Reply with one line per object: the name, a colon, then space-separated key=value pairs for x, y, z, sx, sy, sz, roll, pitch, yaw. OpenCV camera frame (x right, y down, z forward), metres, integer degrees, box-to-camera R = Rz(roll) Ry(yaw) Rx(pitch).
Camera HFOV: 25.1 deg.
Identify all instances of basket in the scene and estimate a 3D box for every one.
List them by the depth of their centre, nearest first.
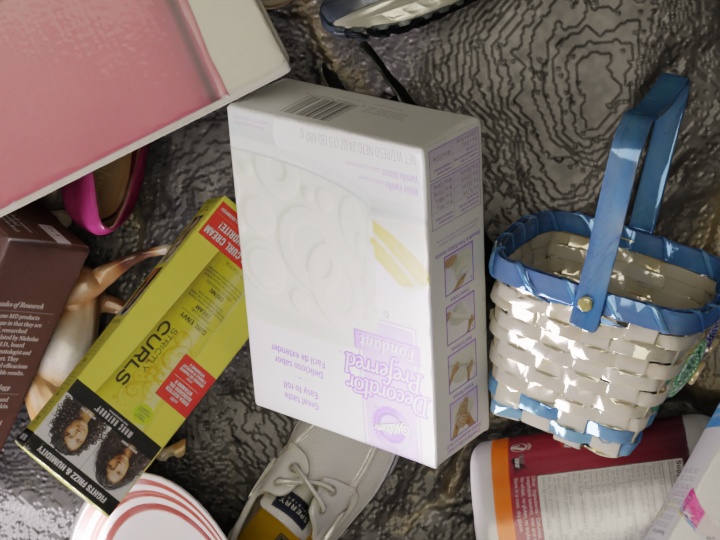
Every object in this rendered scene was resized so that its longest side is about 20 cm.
basket: x=0.153 y=-0.008 z=0.954 sx=0.138 sy=0.176 sz=0.202 roll=13 pitch=111 yaw=18

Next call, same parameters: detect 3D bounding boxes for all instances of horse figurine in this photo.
horse figurine: x=-0.176 y=0.057 z=1.068 sx=0.131 sy=0.050 sz=0.202 roll=1 pitch=91 yaw=1

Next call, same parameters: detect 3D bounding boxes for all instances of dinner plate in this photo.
dinner plate: x=-0.124 y=0.227 z=1.044 sx=0.199 sy=0.024 sz=0.202 roll=10 pitch=105 yaw=41

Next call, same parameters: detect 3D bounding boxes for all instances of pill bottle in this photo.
pill bottle: x=0.172 y=0.147 z=0.988 sx=0.198 sy=0.110 sz=0.111 roll=-9 pitch=92 yaw=9

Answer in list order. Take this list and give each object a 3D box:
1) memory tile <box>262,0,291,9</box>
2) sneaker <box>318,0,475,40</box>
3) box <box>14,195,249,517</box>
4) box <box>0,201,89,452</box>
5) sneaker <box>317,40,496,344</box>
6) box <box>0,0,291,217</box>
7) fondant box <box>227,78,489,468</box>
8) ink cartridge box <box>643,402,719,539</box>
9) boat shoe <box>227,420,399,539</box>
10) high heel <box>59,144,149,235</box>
memory tile: x=-0.142 y=-0.214 z=0.996 sx=0.198 sy=0.017 sz=0.155 roll=-16 pitch=93 yaw=-4
sneaker: x=0.059 y=-0.209 z=1.001 sx=0.199 sy=0.078 sz=0.087 roll=-26 pitch=95 yaw=0
box: x=-0.125 y=0.052 z=1.018 sx=0.075 sy=0.050 sz=0.200 roll=42 pitch=77 yaw=-13
box: x=-0.262 y=0.046 z=1.040 sx=0.100 sy=0.075 sz=0.201 roll=35 pitch=105 yaw=34
sneaker: x=0.038 y=-0.042 z=0.999 sx=0.060 sy=0.104 sz=0.201 roll=-24 pitch=90 yaw=9
box: x=-0.151 y=-0.120 z=0.928 sx=0.199 sy=0.128 sz=0.110 roll=-27 pitch=98 yaw=-2
fondant box: x=0.000 y=0.000 z=0.951 sx=0.143 sy=0.058 sz=0.202 roll=16 pitch=122 yaw=35
ink cartridge box: x=0.215 y=0.169 z=0.891 sx=0.115 sy=0.068 sz=0.201 roll=31 pitch=85 yaw=4
boat shoe: x=-0.037 y=0.147 z=1.041 sx=0.071 sy=0.070 sz=0.201 roll=38 pitch=99 yaw=4
high heel: x=-0.145 y=-0.123 z=1.022 sx=0.067 sy=0.096 sz=0.202 roll=6 pitch=105 yaw=-26
